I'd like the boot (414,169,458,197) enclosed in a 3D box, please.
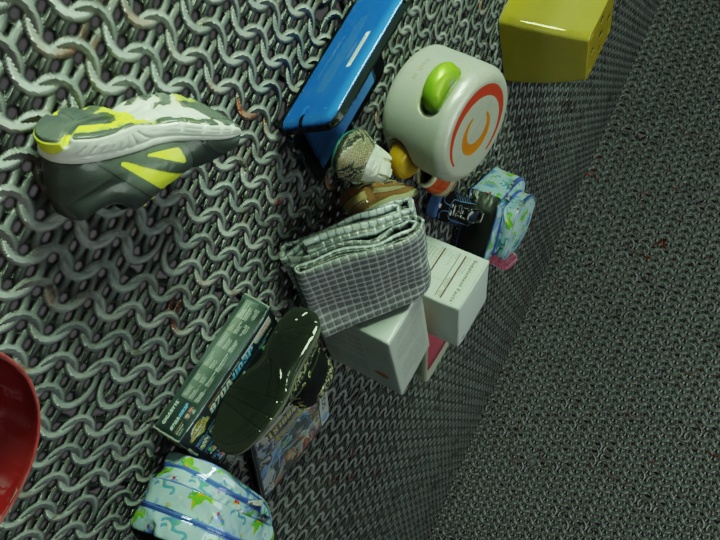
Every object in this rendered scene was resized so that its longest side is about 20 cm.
[{"bbox_3d":[0.160,-0.235,1.217,0.107,0.074,0.203,2,111,-60],"label":"boot"}]

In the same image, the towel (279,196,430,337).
[{"bbox_3d":[0.000,0.000,0.939,0.197,0.086,0.166,-21,147,-3],"label":"towel"}]

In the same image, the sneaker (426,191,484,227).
[{"bbox_3d":[0.200,-0.129,1.388,0.199,0.077,0.071,-8,119,-64],"label":"sneaker"}]

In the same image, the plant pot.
[{"bbox_3d":[0.411,-0.507,1.379,0.202,0.175,0.200,-62,157,-12],"label":"plant pot"}]

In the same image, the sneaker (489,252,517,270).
[{"bbox_3d":[0.332,-0.065,1.757,0.199,0.088,0.074,23,109,-45],"label":"sneaker"}]

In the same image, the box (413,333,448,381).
[{"bbox_3d":[0.102,0.103,1.324,0.109,0.127,0.201,-52,154,-32],"label":"box"}]

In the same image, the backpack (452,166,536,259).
[{"bbox_3d":[0.325,-0.132,1.576,0.200,0.145,0.185,-46,152,-45],"label":"backpack"}]

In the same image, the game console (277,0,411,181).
[{"bbox_3d":[0.000,-0.220,0.818,0.118,0.170,0.202,37,74,-33],"label":"game console"}]

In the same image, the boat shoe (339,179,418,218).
[{"bbox_3d":[0.029,-0.113,1.019,0.076,0.074,0.200,-43,175,24],"label":"boat shoe"}]

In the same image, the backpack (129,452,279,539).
[{"bbox_3d":[-0.200,0.315,0.849,0.200,0.161,0.156,36,70,-60],"label":"backpack"}]

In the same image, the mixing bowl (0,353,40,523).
[{"bbox_3d":[-0.324,0.116,0.426,0.200,0.107,0.202,-47,151,-37],"label":"mixing bowl"}]

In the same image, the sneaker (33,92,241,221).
[{"bbox_3d":[-0.190,-0.100,0.585,0.199,0.074,0.086,-21,137,-48],"label":"sneaker"}]

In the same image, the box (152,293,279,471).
[{"bbox_3d":[-0.166,0.155,0.886,0.201,0.046,0.160,-58,155,-20],"label":"box"}]

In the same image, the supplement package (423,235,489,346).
[{"bbox_3d":[0.111,0.021,1.175,0.118,0.198,0.118,-53,154,-28],"label":"supplement package"}]

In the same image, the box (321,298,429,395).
[{"bbox_3d":[0.020,0.092,1.102,0.107,0.151,0.201,-56,156,-23],"label":"box"}]

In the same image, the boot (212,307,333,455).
[{"bbox_3d":[-0.103,0.167,0.885,0.205,0.073,0.154,-58,158,-22],"label":"boot"}]

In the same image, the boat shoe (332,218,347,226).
[{"bbox_3d":[-0.010,-0.050,1.047,0.199,0.056,0.068,-7,116,-58],"label":"boat shoe"}]

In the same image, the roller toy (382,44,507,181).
[{"bbox_3d":[0.126,-0.244,1.043,0.181,0.139,0.202,-29,140,-39],"label":"roller toy"}]

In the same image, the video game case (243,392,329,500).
[{"bbox_3d":[-0.118,0.261,1.117,0.200,0.025,0.182,-48,151,-38],"label":"video game case"}]

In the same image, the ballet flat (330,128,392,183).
[{"bbox_3d":[0.007,-0.141,0.873,0.200,0.074,0.069,-75,-171,-85],"label":"ballet flat"}]
